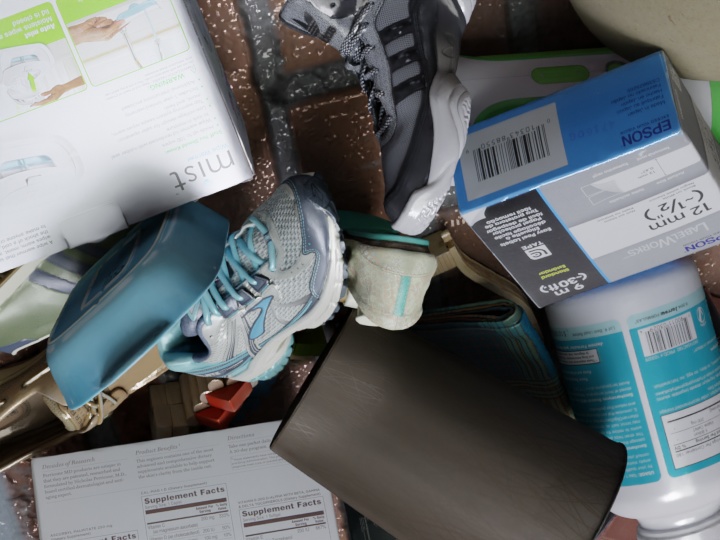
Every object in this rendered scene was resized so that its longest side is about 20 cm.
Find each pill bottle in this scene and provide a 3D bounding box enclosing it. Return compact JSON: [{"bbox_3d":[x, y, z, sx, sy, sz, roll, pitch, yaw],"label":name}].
[{"bbox_3d":[0.203,0.096,1.322,0.110,0.111,0.202,-16,95,-2],"label":"pill bottle"}]

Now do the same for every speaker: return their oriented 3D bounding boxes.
[{"bbox_3d":[0.133,-0.101,1.222,0.198,0.089,0.089,-5,128,-11],"label":"speaker"}]

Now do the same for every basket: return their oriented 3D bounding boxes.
[{"bbox_3d":[0.052,0.120,1.248,0.199,0.180,0.137,32,78,-1],"label":"basket"}]

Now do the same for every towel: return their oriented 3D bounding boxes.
[{"bbox_3d":[0.083,0.098,1.368,0.146,0.022,0.201,-7,134,26],"label":"towel"}]

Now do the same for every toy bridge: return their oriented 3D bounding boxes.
[{"bbox_3d":[0.093,0.043,1.361,0.067,0.027,0.201,-24,129,4],"label":"toy bridge"}]

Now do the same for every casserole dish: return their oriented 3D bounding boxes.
[{"bbox_3d":[-0.134,0.011,1.117,0.121,0.200,0.039,-42,103,10],"label":"casserole dish"}]

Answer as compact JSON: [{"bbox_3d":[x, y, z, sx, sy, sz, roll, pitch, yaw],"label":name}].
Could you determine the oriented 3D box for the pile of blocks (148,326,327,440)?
[{"bbox_3d":[-0.075,0.072,1.318,0.082,0.062,0.200,27,117,-30],"label":"pile of blocks"}]

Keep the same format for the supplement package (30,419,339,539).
[{"bbox_3d":[-0.121,0.192,1.335,0.198,0.112,0.156,-8,155,-7],"label":"supplement package"}]

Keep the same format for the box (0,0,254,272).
[{"bbox_3d":[-0.184,-0.109,1.106,0.199,0.097,0.177,-21,117,2],"label":"box"}]

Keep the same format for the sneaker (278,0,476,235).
[{"bbox_3d":[0.005,-0.123,1.126,0.113,0.202,0.075,11,162,-13],"label":"sneaker"}]

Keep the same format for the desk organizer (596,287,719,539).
[{"bbox_3d":[0.246,0.118,1.431,0.076,0.072,0.201,16,122,-27],"label":"desk organizer"}]

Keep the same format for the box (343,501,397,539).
[{"bbox_3d":[0.027,0.234,1.381,0.046,0.201,0.160,-14,129,1],"label":"box"}]

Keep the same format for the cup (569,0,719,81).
[{"bbox_3d":[0.226,-0.196,1.099,0.198,0.143,0.202,-4,109,-11],"label":"cup"}]

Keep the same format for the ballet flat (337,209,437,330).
[{"bbox_3d":[0.000,0.000,1.197,0.067,0.200,0.063,6,96,-10],"label":"ballet flat"}]

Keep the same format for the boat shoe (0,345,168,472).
[{"bbox_3d":[-0.192,0.083,1.295,0.199,0.065,0.071,-30,128,10],"label":"boat shoe"}]

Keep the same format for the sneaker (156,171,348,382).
[{"bbox_3d":[-0.071,0.013,1.175,0.086,0.078,0.200,-4,148,-26],"label":"sneaker"}]

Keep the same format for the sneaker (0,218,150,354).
[{"bbox_3d":[-0.181,-0.015,1.231,0.199,0.067,0.090,-34,147,2],"label":"sneaker"}]

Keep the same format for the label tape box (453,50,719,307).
[{"bbox_3d":[0.159,-0.038,1.187,0.142,0.067,0.200,-21,144,18],"label":"label tape box"}]
